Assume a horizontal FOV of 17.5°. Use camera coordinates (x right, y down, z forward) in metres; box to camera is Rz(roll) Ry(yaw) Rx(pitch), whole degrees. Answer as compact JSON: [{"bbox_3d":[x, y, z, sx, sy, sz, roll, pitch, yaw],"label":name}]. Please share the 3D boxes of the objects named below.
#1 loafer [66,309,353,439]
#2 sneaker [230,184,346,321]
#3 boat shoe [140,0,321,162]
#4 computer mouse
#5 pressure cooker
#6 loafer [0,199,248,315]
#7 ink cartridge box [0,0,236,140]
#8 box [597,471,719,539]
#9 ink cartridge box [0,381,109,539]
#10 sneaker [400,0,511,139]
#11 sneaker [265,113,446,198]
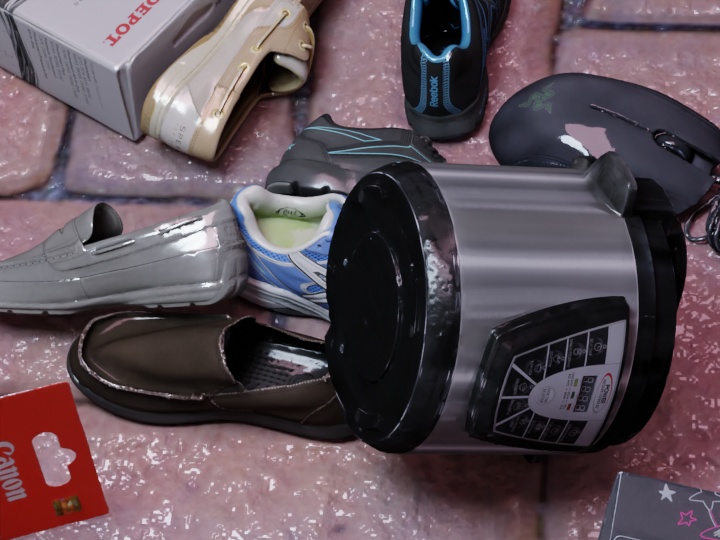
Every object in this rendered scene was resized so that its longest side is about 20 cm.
[{"bbox_3d":[-0.088,0.052,1.466,0.200,0.071,0.073,5,55,8],"label":"loafer"},{"bbox_3d":[0.000,0.000,1.494,0.200,0.077,0.076,13,55,11],"label":"sneaker"},{"bbox_3d":[-0.067,-0.147,1.615,0.069,0.074,0.200,35,65,12],"label":"boat shoe"},{"bbox_3d":[0.183,-0.090,1.557,0.200,0.053,0.139,12,57,13],"label":"computer mouse"},{"bbox_3d":[0.096,0.021,1.381,0.200,0.176,0.179,2,78,-23],"label":"pressure cooker"},{"bbox_3d":[-0.168,-0.009,1.500,0.200,0.070,0.070,-5,94,13],"label":"loafer"},{"bbox_3d":[-0.193,-0.200,1.647,0.200,0.084,0.146,31,61,23],"label":"ink cartridge box"},{"bbox_3d":[0.224,0.213,1.300,0.200,0.115,0.132,11,58,14],"label":"box"},{"bbox_3d":[-0.253,0.145,1.359,0.200,0.163,0.057,-10,56,-2],"label":"ink cartridge box"},{"bbox_3d":[0.066,-0.189,1.619,0.073,0.082,0.200,-2,53,6],"label":"sneaker"},{"bbox_3d":[0.039,-0.056,1.532,0.200,0.075,0.079,15,55,15],"label":"sneaker"}]
